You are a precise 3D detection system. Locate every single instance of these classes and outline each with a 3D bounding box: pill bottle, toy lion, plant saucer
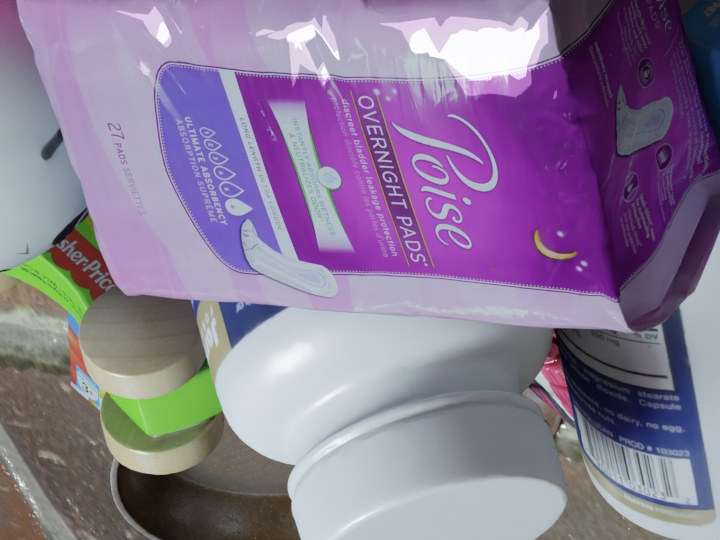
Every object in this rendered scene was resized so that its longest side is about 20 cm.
[{"bbox_3d":[0.116,-0.011,0.974,0.111,0.111,0.201,26,145,37],"label":"pill bottle"},{"bbox_3d":[-0.068,-0.040,1.114,0.200,0.191,0.069,42,156,34],"label":"toy lion"},{"bbox_3d":[0.000,0.000,0.965,0.120,0.119,0.201,110,147,-60],"label":"pill bottle"},{"bbox_3d":[-0.012,0.063,1.217,0.201,0.199,0.035,98,161,-56],"label":"plant saucer"}]

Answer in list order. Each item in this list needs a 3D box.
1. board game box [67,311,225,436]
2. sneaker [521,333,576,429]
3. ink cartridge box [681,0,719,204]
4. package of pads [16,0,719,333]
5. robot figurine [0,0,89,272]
[{"bbox_3d":[-0.063,-0.002,1.259,0.105,0.103,0.200,38,151,20],"label":"board game box"},{"bbox_3d":[0.060,0.006,1.095,0.200,0.081,0.075,47,170,-17],"label":"sneaker"},{"bbox_3d":[0.202,-0.043,0.797,0.199,0.116,0.068,27,146,37],"label":"ink cartridge box"},{"bbox_3d":[0.000,-0.048,0.833,0.199,0.076,0.121,5,130,32],"label":"package of pads"},{"bbox_3d":[-0.156,-0.086,1.042,0.201,0.124,0.151,-111,34,-46],"label":"robot figurine"}]
